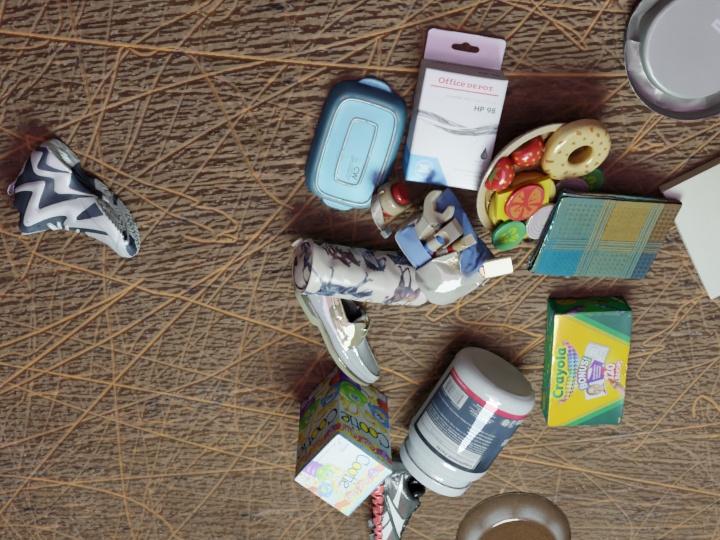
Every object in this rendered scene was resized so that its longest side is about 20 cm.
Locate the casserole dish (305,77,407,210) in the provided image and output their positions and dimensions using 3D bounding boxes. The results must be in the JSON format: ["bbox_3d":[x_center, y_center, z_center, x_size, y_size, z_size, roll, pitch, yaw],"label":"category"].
[{"bbox_3d":[-0.007,-0.171,1.384,0.121,0.039,0.201,16,114,-7],"label":"casserole dish"}]

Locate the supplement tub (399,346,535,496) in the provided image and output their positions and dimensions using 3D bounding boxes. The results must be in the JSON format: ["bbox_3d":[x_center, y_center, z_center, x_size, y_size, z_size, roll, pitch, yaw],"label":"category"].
[{"bbox_3d":[0.162,0.232,1.510,0.140,0.140,0.200,27,111,-12],"label":"supplement tub"}]

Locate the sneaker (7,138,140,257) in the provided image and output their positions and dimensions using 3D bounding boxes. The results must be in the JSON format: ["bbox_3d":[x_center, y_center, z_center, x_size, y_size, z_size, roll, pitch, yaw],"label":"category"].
[{"bbox_3d":[-0.418,-0.073,1.400,0.129,0.080,0.199,-37,109,16],"label":"sneaker"}]

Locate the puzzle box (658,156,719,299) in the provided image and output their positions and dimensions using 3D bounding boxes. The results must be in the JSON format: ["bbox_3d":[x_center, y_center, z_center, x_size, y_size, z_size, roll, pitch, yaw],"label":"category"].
[{"bbox_3d":[0.538,-0.068,1.444,0.133,0.025,0.200,-27,112,10],"label":"puzzle box"}]

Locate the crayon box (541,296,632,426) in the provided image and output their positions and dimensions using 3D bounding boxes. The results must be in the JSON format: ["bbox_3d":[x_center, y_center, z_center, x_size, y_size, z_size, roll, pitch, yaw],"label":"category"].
[{"bbox_3d":[0.347,0.141,1.516,0.118,0.058,0.201,-2,114,0],"label":"crayon box"}]

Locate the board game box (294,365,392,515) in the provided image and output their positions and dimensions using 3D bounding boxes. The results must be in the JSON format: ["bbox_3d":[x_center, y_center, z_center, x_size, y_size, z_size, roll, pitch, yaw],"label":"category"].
[{"bbox_3d":[-0.026,0.251,1.483,0.103,0.200,0.105,37,108,-16],"label":"board game box"}]

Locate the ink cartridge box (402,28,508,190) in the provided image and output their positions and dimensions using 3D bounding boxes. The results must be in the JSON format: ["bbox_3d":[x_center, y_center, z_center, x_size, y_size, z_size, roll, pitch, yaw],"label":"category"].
[{"bbox_3d":[0.131,-0.219,1.347,0.115,0.067,0.201,8,114,-4],"label":"ink cartridge box"}]

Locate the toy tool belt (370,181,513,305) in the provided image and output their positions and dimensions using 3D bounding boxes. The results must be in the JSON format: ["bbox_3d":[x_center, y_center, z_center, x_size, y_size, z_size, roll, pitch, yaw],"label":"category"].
[{"bbox_3d":[0.118,-0.058,1.364,0.123,0.125,0.200,-30,100,33],"label":"toy tool belt"}]

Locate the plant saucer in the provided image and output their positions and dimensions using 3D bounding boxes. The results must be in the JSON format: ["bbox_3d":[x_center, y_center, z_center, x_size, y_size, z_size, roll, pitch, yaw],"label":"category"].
[{"bbox_3d":[0.264,0.472,1.677,0.199,0.037,0.201,-1,115,-1],"label":"plant saucer"}]

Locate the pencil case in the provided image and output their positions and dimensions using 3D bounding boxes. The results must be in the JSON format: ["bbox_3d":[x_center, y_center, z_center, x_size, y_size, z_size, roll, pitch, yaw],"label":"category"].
[{"bbox_3d":[0.000,0.000,1.414,0.199,0.090,0.078,6,141,-20],"label":"pencil case"}]

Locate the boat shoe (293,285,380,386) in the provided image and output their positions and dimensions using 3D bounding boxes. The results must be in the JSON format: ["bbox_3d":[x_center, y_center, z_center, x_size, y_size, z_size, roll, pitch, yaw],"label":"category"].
[{"bbox_3d":[-0.020,0.087,1.479,0.068,0.075,0.200,-28,111,17],"label":"boat shoe"}]

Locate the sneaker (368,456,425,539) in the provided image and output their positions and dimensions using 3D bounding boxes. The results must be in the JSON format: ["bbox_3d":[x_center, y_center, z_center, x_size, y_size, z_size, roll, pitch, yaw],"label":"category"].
[{"bbox_3d":[0.060,0.389,1.617,0.097,0.071,0.201,-3,113,3],"label":"sneaker"}]

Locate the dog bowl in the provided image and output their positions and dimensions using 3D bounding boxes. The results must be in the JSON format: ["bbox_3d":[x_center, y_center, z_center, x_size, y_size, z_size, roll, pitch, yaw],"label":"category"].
[{"bbox_3d":[0.446,-0.306,1.318,0.199,0.059,0.201,-1,115,-1],"label":"dog bowl"}]

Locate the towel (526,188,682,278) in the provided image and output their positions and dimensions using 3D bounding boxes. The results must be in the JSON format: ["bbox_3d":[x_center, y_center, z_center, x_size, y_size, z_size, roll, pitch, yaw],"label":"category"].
[{"bbox_3d":[0.350,-0.049,1.413,0.199,0.022,0.147,2,129,-20],"label":"towel"}]

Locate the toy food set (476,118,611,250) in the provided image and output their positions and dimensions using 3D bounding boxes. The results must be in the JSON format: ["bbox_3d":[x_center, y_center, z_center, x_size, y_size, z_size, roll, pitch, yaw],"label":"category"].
[{"bbox_3d":[0.254,-0.117,1.367,0.199,0.049,0.198,-19,137,-14],"label":"toy food set"}]
